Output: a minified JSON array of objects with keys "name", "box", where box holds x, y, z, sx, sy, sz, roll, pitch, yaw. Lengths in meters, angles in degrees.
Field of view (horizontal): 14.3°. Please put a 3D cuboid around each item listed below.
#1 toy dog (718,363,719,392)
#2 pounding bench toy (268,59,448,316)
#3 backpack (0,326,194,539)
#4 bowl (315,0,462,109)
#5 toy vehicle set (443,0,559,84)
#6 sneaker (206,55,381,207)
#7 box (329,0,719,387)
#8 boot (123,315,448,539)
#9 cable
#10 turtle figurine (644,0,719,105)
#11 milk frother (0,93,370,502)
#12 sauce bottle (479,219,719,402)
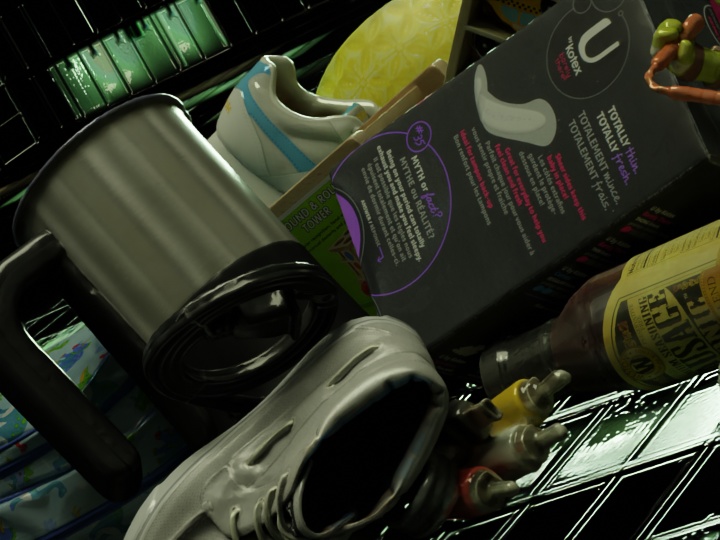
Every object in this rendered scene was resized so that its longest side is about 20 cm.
[{"name":"toy dog","box":[0.226,-0.007,1.144,0.199,0.097,0.132,-29,10,4]},{"name":"pounding bench toy","box":[0.000,0.000,1.644,0.200,0.124,0.156,-40,3,31]},{"name":"backpack","box":[-0.156,0.106,1.589,0.199,0.154,0.163,-8,20,27]},{"name":"bowl","box":[0.079,-0.082,1.810,0.200,0.200,0.108,-29,49,5]},{"name":"toy vehicle set","box":[0.151,-0.127,1.572,0.199,0.125,0.027,21,31,17]},{"name":"sneaker","box":[0.001,-0.052,1.741,0.081,0.200,0.077,-61,-7,24]},{"name":"box","box":[0.102,-0.042,1.416,0.200,0.123,0.106,-35,-29,29]},{"name":"boot","box":[-0.039,0.107,1.321,0.200,0.073,0.096,-50,15,3]},{"name":"cable","box":[0.025,0.108,1.370,0.200,0.050,0.097,-36,18,54]},{"name":"turtle figurine","box":[0.217,-0.095,1.353,0.199,0.065,0.162,7,39,-11]},{"name":"milk frother","box":[-0.087,-0.002,1.438,0.180,0.188,0.200,-28,-25,-39]},{"name":"sauce bottle","box":[0.144,0.022,1.336,0.200,0.066,0.066,-27,10,37]}]
